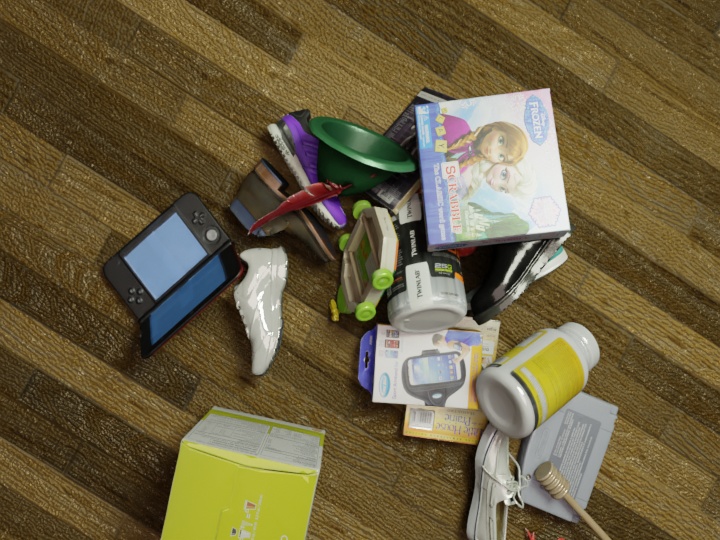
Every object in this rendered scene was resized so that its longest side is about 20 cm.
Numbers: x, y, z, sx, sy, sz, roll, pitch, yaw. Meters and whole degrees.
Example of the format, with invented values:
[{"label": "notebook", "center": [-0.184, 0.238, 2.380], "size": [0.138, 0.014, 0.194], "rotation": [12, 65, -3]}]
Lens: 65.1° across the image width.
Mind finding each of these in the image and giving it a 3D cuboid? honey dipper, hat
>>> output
[{"label": "honey dipper", "center": [0.357, 0.393, 0.905], "size": [0.038, 0.038, 0.201], "rotation": [-42, 93, -2]}, {"label": "hat", "center": [-0.032, -0.117, 0.853], "size": [0.195, 0.166, 0.181], "rotation": [24, 115, 6]}]

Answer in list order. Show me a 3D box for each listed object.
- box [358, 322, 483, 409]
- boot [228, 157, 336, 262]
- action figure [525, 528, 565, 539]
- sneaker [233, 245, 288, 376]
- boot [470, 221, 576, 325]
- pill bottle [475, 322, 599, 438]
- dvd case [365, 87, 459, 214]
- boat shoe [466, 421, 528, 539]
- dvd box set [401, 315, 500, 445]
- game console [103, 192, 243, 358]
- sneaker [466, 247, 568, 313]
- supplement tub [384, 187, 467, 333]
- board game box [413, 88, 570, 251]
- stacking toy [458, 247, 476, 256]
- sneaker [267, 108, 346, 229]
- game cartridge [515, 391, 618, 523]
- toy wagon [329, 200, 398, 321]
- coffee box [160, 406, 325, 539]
[{"label": "box", "center": [0.094, 0.150, 0.895], "size": [0.192, 0.041, 0.124], "rotation": [4, 89, -4]}, {"label": "boot", "center": [-0.126, -0.071, 0.908], "size": [0.096, 0.075, 0.202], "rotation": [-40, 83, 9]}, {"label": "action figure", "center": [0.321, 0.507, 0.929], "size": [0.063, 0.099, 0.207], "rotation": [-9, 112, -5]}, {"label": "sneaker", "center": [-0.162, 0.062, 0.898], "size": [0.084, 0.074, 0.208], "rotation": [4, 81, -9]}, {"label": "boot", "center": [0.197, -0.044, 0.836], "size": [0.157, 0.079, 0.212], "rotation": [42, 86, 8]}, {"label": "pill bottle", "center": [0.280, 0.161, 0.873], "size": [0.196, 0.111, 0.115], "rotation": [-26, 91, -28]}, {"label": "dvd case", "center": [0.080, -0.193, 0.885], "size": [0.201, 0.148, 0.016], "rotation": [-49, 131, 0]}, {"label": "boat shoe", "center": [0.226, 0.348, 0.896], "size": [0.073, 0.084, 0.210], "rotation": [9, 92, -46]}, {"label": "dvd box set", "center": [0.149, 0.175, 0.932], "size": [0.140, 0.029, 0.208], "rotation": [7, 89, -2]}, {"label": "game console", "center": [-0.295, -0.001, 0.870], "size": [0.199, 0.119, 0.174], "rotation": [-40, 92, -2]}, {"label": "sneaker", "center": [0.230, -0.026, 0.908], "size": [0.196, 0.083, 0.124], "rotation": [-30, 96, -10]}, {"label": "supplement tub", "center": [0.091, -0.019, 0.861], "size": [0.118, 0.123, 0.207], "rotation": [-4, 66, -2]}, {"label": "board game box", "center": [0.179, -0.140, 0.790], "size": [0.192, 0.041, 0.208], "rotation": [-6, 80, 4]}, {"label": "stacking toy", "center": [0.161, -0.127, 0.917], "size": [0.082, 0.085, 0.208], "rotation": [-4, 97, -2]}, {"label": "sneaker", "center": [-0.061, -0.170, 0.905], "size": [0.098, 0.070, 0.204], "rotation": [-32, 92, -4]}, {"label": "game cartridge", "center": [0.336, 0.299, 0.938], "size": [0.129, 0.040, 0.206], "rotation": [21, 89, -6]}, {"label": "toy wagon", "center": [0.000, 0.000, 0.873], "size": [0.038, 0.158, 0.203], "rotation": [6, 134, -22]}, {"label": "coffee box", "center": [-0.168, 0.342, 0.835], "size": [0.193, 0.198, 0.207], "rotation": [13, 90, -2]}]
